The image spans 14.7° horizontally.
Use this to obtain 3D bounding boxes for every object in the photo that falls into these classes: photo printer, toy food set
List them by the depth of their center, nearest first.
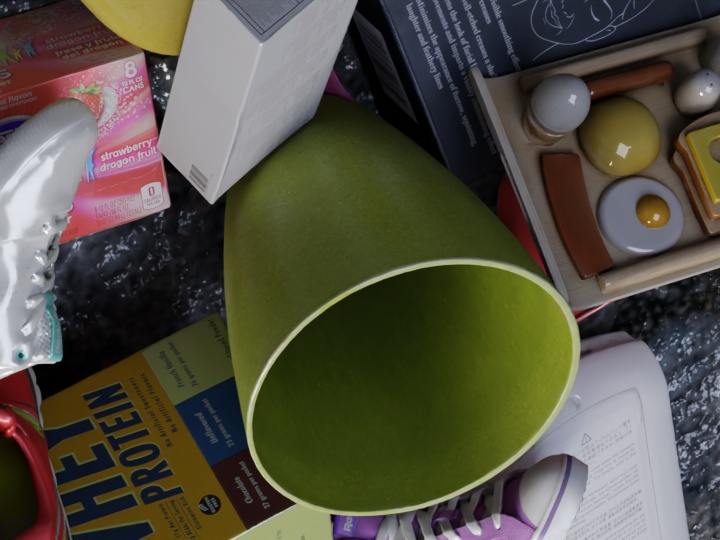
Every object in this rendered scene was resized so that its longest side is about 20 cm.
[{"bbox_3d":[0.172,-0.072,1.552,0.200,0.144,0.060,-16,165,-18],"label":"toy food set"},{"bbox_3d":[0.134,0.146,1.820,0.166,0.069,0.200,-30,127,-24],"label":"photo printer"}]

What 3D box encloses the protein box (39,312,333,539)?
[{"bbox_3d":[-0.132,0.164,1.622,0.200,0.135,0.199,-27,152,-12],"label":"protein box"}]

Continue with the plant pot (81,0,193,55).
[{"bbox_3d":[-0.103,-0.226,1.437,0.195,0.194,0.200,-38,146,-5],"label":"plant pot"}]

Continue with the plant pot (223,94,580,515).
[{"bbox_3d":[0.000,0.000,1.541,0.187,0.200,0.187,-12,134,-13],"label":"plant pot"}]

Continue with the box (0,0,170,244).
[{"bbox_3d":[-0.217,-0.067,1.519,0.200,0.095,0.103,-19,123,-17],"label":"box"}]

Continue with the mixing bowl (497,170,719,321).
[{"bbox_3d":[0.157,-0.046,1.673,0.200,0.200,0.109,-30,88,-9],"label":"mixing bowl"}]

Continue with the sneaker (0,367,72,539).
[{"bbox_3d":[-0.202,0.083,1.504,0.077,0.200,0.085,-22,155,-12],"label":"sneaker"}]

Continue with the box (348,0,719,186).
[{"bbox_3d":[0.095,-0.170,1.616,0.200,0.107,0.149,-29,125,-9],"label":"box"}]

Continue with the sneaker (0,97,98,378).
[{"bbox_3d":[-0.182,0.008,1.447,0.200,0.088,0.075,-55,170,6],"label":"sneaker"}]

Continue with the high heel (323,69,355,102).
[{"bbox_3d":[-0.013,-0.128,1.602,0.096,0.067,0.200,-4,123,-15],"label":"high heel"}]

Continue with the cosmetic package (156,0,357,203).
[{"bbox_3d":[-0.052,-0.113,1.436,0.083,0.051,0.200,-39,170,-22],"label":"cosmetic package"}]

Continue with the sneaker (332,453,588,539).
[{"bbox_3d":[0.046,0.165,1.715,0.114,0.073,0.200,35,120,-14],"label":"sneaker"}]
